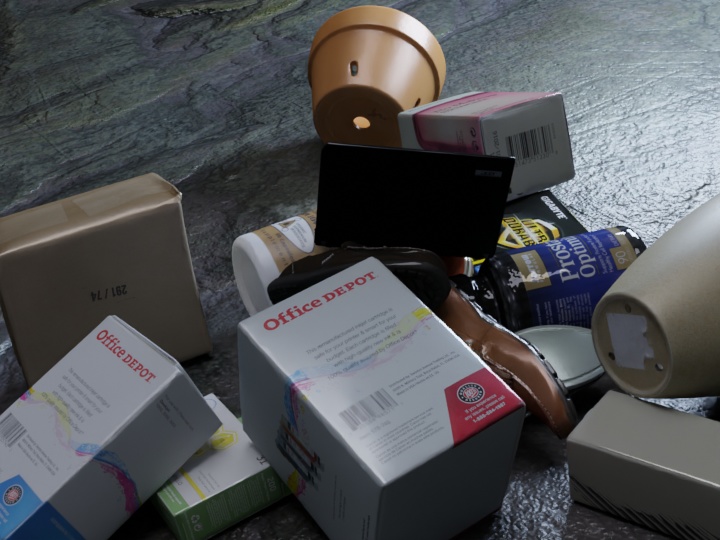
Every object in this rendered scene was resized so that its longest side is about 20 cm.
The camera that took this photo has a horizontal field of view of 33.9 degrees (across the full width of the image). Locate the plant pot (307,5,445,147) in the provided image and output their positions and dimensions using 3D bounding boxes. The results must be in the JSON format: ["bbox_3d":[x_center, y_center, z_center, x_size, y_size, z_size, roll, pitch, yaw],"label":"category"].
[{"bbox_3d":[0.012,-0.249,1.661,0.198,0.201,0.141,0,46,16],"label":"plant pot"}]

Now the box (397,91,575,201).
[{"bbox_3d":[0.153,-0.157,1.471,0.127,0.110,0.200,-19,17,-24],"label":"box"}]

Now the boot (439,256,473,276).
[{"bbox_3d":[0.040,0.015,1.210,0.075,0.108,0.200,1,35,47],"label":"boot"}]

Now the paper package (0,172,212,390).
[{"bbox_3d":[-0.273,0.020,1.236,0.199,0.192,0.103,-19,28,-19],"label":"paper package"}]

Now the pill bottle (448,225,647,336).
[{"bbox_3d":[0.183,0.029,1.172,0.198,0.113,0.112,-12,29,-9],"label":"pill bottle"}]

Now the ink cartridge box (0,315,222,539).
[{"bbox_3d":[-0.240,0.152,1.036,0.200,0.085,0.144,-45,39,-15],"label":"ink cartridge box"}]

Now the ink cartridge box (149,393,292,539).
[{"bbox_3d":[-0.105,0.161,1.088,0.199,0.048,0.145,-25,32,-22],"label":"ink cartridge box"}]

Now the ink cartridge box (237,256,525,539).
[{"bbox_3d":[0.010,0.120,0.973,0.145,0.145,0.200,-25,52,-26],"label":"ink cartridge box"}]

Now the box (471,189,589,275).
[{"bbox_3d":[0.177,-0.016,1.325,0.158,0.050,0.200,-15,29,-7],"label":"box"}]

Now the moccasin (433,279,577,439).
[{"bbox_3d":[0.108,0.083,1.035,0.078,0.074,0.201,-42,56,-10],"label":"moccasin"}]

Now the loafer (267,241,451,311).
[{"bbox_3d":[0.000,0.000,1.090,0.199,0.073,0.072,-3,44,37],"label":"loafer"}]

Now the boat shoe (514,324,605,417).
[{"bbox_3d":[0.139,0.105,1.104,0.198,0.061,0.076,-9,48,-5],"label":"boat shoe"}]

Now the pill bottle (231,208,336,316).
[{"bbox_3d":[-0.032,-0.013,1.309,0.199,0.115,0.114,-21,31,-21],"label":"pill bottle"}]

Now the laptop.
[{"bbox_3d":[0.045,-0.069,1.150,0.176,0.104,0.200,5,7,-2],"label":"laptop"}]

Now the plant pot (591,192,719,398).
[{"bbox_3d":[0.303,0.034,1.032,0.199,0.189,0.187,-19,30,-30],"label":"plant pot"}]

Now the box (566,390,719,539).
[{"bbox_3d":[0.270,0.167,0.946,0.199,0.069,0.082,15,36,37],"label":"box"}]
